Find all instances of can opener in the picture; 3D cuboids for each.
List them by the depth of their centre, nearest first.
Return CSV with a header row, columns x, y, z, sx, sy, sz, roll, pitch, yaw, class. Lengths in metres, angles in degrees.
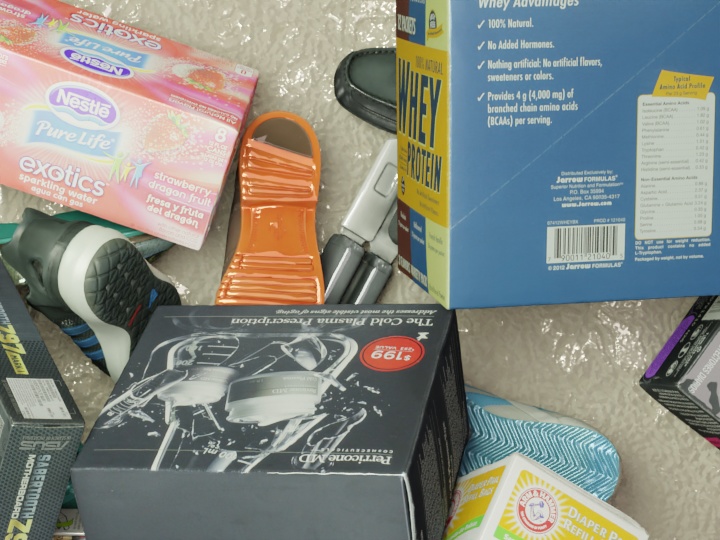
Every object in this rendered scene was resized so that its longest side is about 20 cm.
x,y,z,sx,sy,sz,roll,pitch,yaw,class
0.000,0.000,1.307,0.053,0.066,0.201,31,88,-30,can opener

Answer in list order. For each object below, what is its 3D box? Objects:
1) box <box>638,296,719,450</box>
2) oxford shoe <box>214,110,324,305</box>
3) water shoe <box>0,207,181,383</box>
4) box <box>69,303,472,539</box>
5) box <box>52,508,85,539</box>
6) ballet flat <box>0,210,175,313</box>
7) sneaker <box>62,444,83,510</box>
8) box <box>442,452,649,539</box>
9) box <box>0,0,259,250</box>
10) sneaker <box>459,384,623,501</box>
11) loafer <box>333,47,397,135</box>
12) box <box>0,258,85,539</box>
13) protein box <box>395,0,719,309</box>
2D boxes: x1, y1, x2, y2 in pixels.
x,y,z,sx,sy,sz,roll,pitch,yaw,class
0.312,0.092,1.321,0.200,0.106,0.122,37,84,-5,box
-0.060,-0.002,1.294,0.071,0.073,0.201,9,82,-8,oxford shoe
-0.170,0.013,1.234,0.079,0.200,0.072,25,70,16,water shoe
-0.046,0.109,1.156,0.199,0.182,0.105,-1,121,13,box
-0.158,0.251,1.251,0.109,0.035,0.201,1,111,-3,box
-0.212,-0.003,1.289,0.199,0.074,0.075,-5,88,-5,ballet flat
-0.154,0.145,1.268,0.200,0.078,0.080,39,115,-13,sneaker
0.075,0.226,1.150,0.101,0.112,0.201,31,66,-11,box
-0.178,-0.104,1.253,0.199,0.103,0.095,19,119,-4,box
0.081,0.118,1.310,0.199,0.081,0.077,19,87,14,sneaker
0.082,-0.124,1.314,0.200,0.070,0.068,8,64,-8,loafer
-0.238,0.098,1.184,0.051,0.200,0.158,4,121,-31,box
0.131,-0.090,1.221,0.198,0.135,0.201,-3,101,-12,protein box
